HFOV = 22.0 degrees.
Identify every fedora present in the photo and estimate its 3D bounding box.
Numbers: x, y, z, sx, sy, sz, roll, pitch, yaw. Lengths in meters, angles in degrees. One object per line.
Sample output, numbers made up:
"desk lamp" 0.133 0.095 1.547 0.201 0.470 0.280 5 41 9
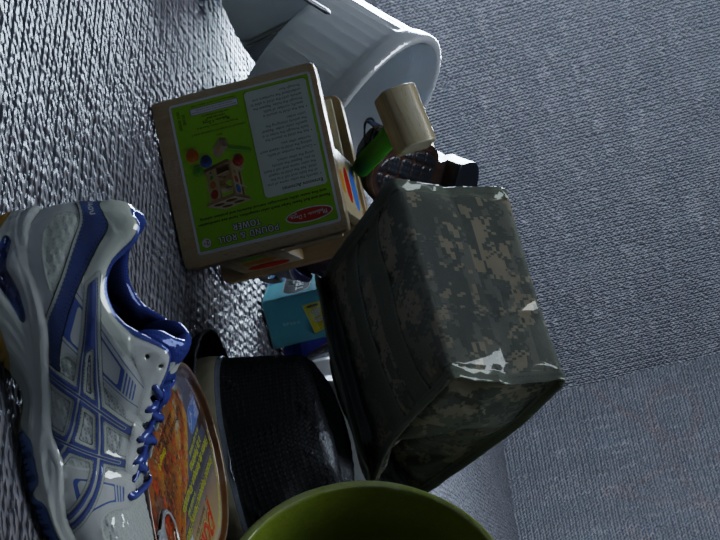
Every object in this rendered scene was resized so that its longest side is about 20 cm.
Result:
"fedora" -0.055 0.132 1.264 0.201 0.091 0.203 -14 90 -83

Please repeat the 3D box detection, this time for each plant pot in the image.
"plant pot" 0.004 0.272 1.190 0.201 0.185 0.188 90 -5 -47

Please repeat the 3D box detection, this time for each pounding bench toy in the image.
"pounding bench toy" -0.034 -0.077 1.399 0.156 0.198 0.125 28 48 -80

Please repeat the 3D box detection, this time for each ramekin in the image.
"ramekin" -0.026 -0.147 1.633 0.097 0.201 0.201 37 -5 16

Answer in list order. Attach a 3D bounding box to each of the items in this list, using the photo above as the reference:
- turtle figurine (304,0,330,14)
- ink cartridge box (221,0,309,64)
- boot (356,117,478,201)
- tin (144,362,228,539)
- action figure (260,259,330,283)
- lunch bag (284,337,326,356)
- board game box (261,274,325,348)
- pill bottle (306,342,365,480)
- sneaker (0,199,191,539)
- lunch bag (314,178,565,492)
"turtle figurine" -0.105 -0.310 1.399 0.199 0.145 0.194 36 16 19
"ink cartridge box" -0.078 -0.251 1.734 0.146 0.087 0.200 65 6 18
"boot" 0.020 -0.084 1.550 0.200 0.096 0.075 9 102 -66
"tin" -0.112 0.128 1.055 0.200 0.042 0.113 -82 154 -71
"action figure" 0.000 0.000 1.524 0.130 0.198 0.070 -67 170 -65
"lunch bag" 0.025 0.078 1.708 0.200 0.168 0.125 50 29 -78
"board game box" 0.018 0.002 1.657 0.151 0.198 0.047 -82 158 -72
"pill bottle" -0.015 0.123 1.512 0.200 0.115 0.117 -41 117 -83
"sneaker" -0.121 0.064 0.900 0.075 0.087 0.202 -85 161 -75
"lunch bag" 0.038 0.056 1.325 0.200 0.117 0.165 -52 -136 48
